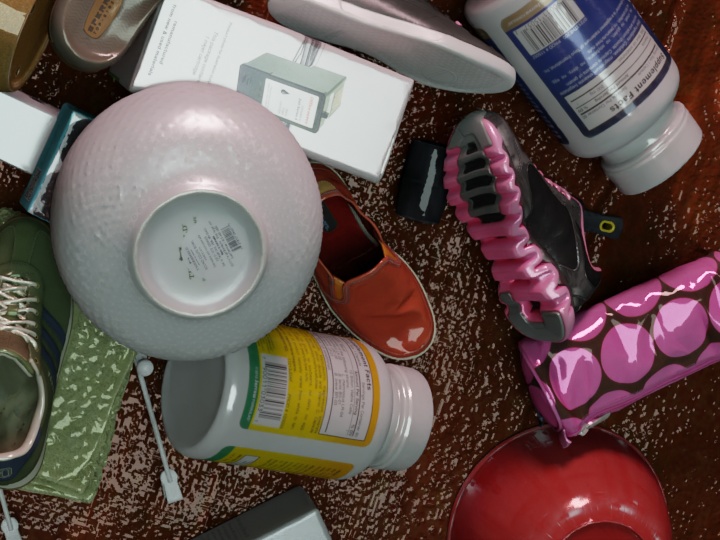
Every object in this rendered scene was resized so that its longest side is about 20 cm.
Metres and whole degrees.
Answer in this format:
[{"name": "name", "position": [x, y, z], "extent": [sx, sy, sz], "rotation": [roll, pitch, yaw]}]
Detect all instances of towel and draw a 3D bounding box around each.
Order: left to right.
[{"name": "towel", "position": [-0.241, 0.064, 1.518], "extent": [0.147, 0.036, 0.202], "rotation": [17, 81, -2]}]

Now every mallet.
[{"name": "mallet", "position": [0.120, -0.046, 1.640], "extent": [0.199, 0.041, 0.066], "rotation": [20, 95, -20]}]

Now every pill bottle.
[{"name": "pill bottle", "position": [-0.045, 0.102, 1.575], "extent": [0.199, 0.113, 0.114], "rotation": [12, 99, -33]}, {"name": "pill bottle", "position": [0.181, -0.161, 1.590], "extent": [0.111, 0.111, 0.200], "rotation": [-41, 107, -3]}]

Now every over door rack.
[{"name": "over door rack", "position": [-0.228, 0.114, 1.572], "extent": [0.146, 0.067, 0.202], "rotation": [-16, 104, -9]}]

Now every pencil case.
[{"name": "pencil case", "position": [0.229, 0.063, 1.661], "extent": [0.199, 0.091, 0.094], "rotation": [-26, 71, -5]}]

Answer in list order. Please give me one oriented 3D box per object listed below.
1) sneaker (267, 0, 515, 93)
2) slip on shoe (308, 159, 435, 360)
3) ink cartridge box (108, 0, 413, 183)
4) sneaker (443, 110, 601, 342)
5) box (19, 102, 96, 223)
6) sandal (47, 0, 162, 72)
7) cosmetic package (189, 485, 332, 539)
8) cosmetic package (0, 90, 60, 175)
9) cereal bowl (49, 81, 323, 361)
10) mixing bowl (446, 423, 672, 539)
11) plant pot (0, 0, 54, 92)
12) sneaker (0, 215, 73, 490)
[{"name": "sneaker", "position": [0.036, -0.209, 1.545], "extent": [0.198, 0.071, 0.100], "rotation": [21, 66, -6]}, {"name": "slip on shoe", "position": [0.000, 0.000, 1.596], "extent": [0.074, 0.061, 0.201], "rotation": [-34, 121, -2]}, {"name": "ink cartridge box", "position": [-0.077, -0.144, 1.514], "extent": [0.198, 0.145, 0.085], "rotation": [20, 95, -17]}, {"name": "sneaker", "position": [0.135, -0.046, 1.601], "extent": [0.095, 0.079, 0.201], "rotation": [-39, 117, -32]}, {"name": "box", "position": [-0.142, -0.043, 1.485], "extent": [0.199, 0.049, 0.083], "rotation": [24, 93, -19]}, {"name": "sandal", "position": [-0.151, -0.229, 1.385], "extent": [0.081, 0.055, 0.201], "rotation": [31, 84, -21]}, {"name": "cosmetic package", "position": [-0.111, 0.267, 1.629], "extent": [0.199, 0.074, 0.102], "rotation": [-25, 106, -9]}, {"name": "cosmetic package", "position": [-0.243, -0.101, 1.517], "extent": [0.199, 0.083, 0.051], "rotation": [25, 95, -17]}, {"name": "cereal bowl", "position": [-0.119, -0.025, 1.419], "extent": [0.198, 0.083, 0.202], "rotation": [-4, 110, -10]}, {"name": "mixing bowl", "position": [0.181, 0.237, 1.674], "extent": [0.198, 0.108, 0.202], "rotation": [-3, 103, -13]}, {"name": "plant pot", "position": [-0.311, -0.205, 1.397], "extent": [0.199, 0.186, 0.188], "rotation": [24, 95, 1]}, {"name": "sneaker", "position": [-0.246, 0.055, 1.454], "extent": [0.066, 0.090, 0.202], "rotation": [4, 81, -2]}]
